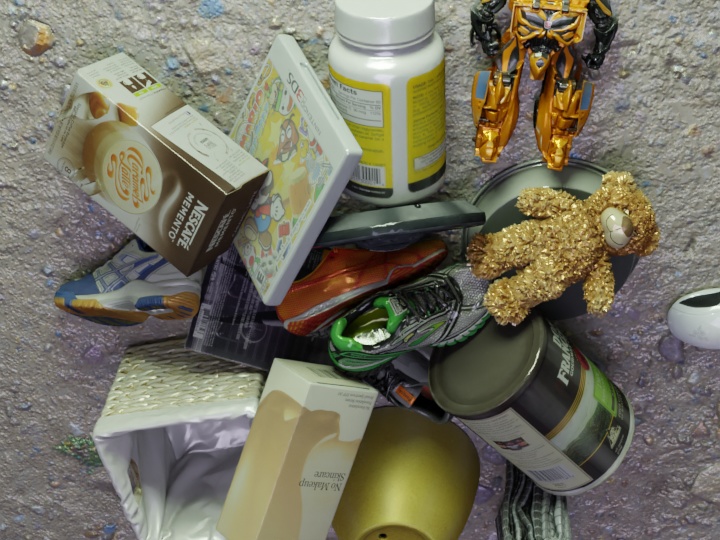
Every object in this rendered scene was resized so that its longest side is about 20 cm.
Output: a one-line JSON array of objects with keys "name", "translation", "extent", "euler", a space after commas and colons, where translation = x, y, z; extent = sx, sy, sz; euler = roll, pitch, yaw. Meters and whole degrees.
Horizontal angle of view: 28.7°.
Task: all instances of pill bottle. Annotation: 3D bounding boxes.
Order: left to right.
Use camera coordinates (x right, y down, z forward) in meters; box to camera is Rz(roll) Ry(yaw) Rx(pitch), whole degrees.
[{"name": "pill bottle", "translation": [0.027, -0.174, 1.365], "extent": [0.113, 0.115, 0.202], "euler": [0, 126, 4]}]

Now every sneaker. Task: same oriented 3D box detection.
[{"name": "sneaker", "translation": [-0.251, 0.010, 1.551], "extent": [0.198, 0.089, 0.075], "euler": [-4, 160, 30]}, {"name": "sneaker", "translation": [0.000, 0.000, 1.501], "extent": [0.198, 0.078, 0.073], "euler": [-19, 160, -14]}, {"name": "sneaker", "translation": [0.032, 0.107, 1.586], "extent": [0.199, 0.080, 0.074], "euler": [27, 125, -13]}, {"name": "sneaker", "translation": [0.058, 0.047, 1.464], "extent": [0.199, 0.078, 0.085], "euler": [-28, 162, -4]}]

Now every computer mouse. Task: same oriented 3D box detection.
[{"name": "computer mouse", "translation": [0.438, 0.052, 1.539], "extent": [0.198, 0.044, 0.110], "euler": [-12, 125, 12]}]

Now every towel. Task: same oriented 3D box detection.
[{"name": "towel", "translation": [0.201, 0.308, 1.643], "extent": [0.085, 0.201, 0.167], "euler": [-3, 127, 5]}]

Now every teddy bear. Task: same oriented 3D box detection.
[{"name": "teddy bear", "translation": [0.204, -0.022, 1.420], "extent": [0.198, 0.067, 0.147], "euler": [-7, 81, 12]}]

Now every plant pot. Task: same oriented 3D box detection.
[{"name": "plant pot", "translation": [0.045, 0.285, 1.672], "extent": [0.198, 0.143, 0.202], "euler": [2, 126, 2]}]

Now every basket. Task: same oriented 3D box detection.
[{"name": "basket", "translation": [-0.176, 0.194, 1.613], "extent": [0.198, 0.161, 0.200], "euler": [-10, 124, 10]}]

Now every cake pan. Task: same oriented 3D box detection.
[{"name": "cake pan", "translation": [0.207, -0.026, 1.504], "extent": [0.198, 0.037, 0.202], "euler": [2, 125, 2]}]

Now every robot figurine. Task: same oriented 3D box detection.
[{"name": "robot figurine", "translation": [0.173, -0.198, 1.371], "extent": [0.143, 0.058, 0.201], "euler": [5, 126, -1]}]

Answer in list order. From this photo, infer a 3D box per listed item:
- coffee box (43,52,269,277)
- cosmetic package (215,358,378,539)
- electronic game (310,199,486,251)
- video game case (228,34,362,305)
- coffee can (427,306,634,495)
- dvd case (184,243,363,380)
[{"name": "coffee box", "translation": [-0.205, -0.107, 1.402], "extent": [0.199, 0.080, 0.115], "euler": [38, 125, 11]}, {"name": "cosmetic package", "translation": [-0.067, 0.202, 1.490], "extent": [0.105, 0.071, 0.202], "euler": [10, 103, -41]}, {"name": "electronic game", "translation": [0.029, -0.041, 1.424], "extent": [0.198, 0.200, 0.042], "euler": [-8, 91, 10]}, {"name": "video game case", "translation": [-0.082, -0.099, 1.394], "extent": [0.023, 0.183, 0.201], "euler": [2, 132, -35]}, {"name": "coffee can", "translation": [0.187, 0.137, 1.530], "extent": [0.146, 0.147, 0.200], "euler": [-30, 132, 23]}, {"name": "dvd case", "translation": [-0.077, 0.039, 1.535], "extent": [0.198, 0.016, 0.150], "euler": [16, 90, -6]}]
